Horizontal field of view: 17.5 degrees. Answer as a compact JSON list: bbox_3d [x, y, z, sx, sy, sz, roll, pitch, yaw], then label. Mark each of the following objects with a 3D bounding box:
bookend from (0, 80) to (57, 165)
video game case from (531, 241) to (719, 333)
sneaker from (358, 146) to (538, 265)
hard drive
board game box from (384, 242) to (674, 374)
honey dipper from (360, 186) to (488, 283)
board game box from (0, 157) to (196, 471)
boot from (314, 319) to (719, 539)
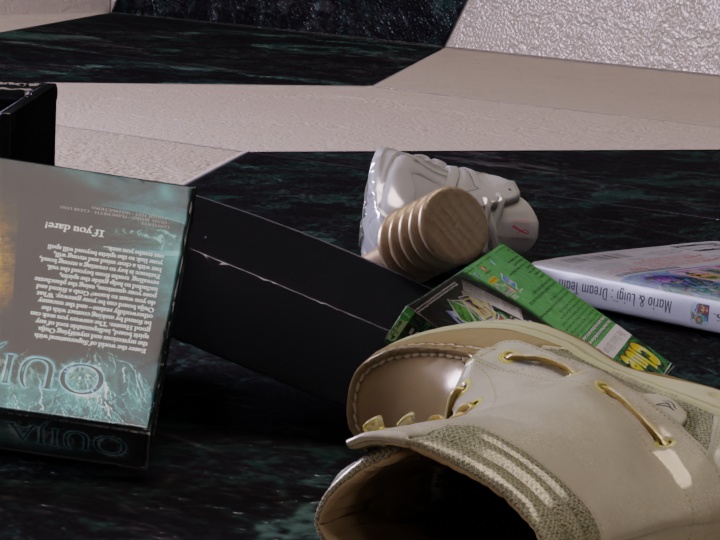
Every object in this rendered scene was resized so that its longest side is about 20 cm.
[{"bbox_3d":[-0.298,-0.067,1.445,0.198,0.093,0.199,2,10,1],"label":"bookend"},{"bbox_3d":[0.229,0.011,1.378,0.181,0.024,0.199,12,12,41],"label":"video game case"},{"bbox_3d":[0.059,-0.035,1.440,0.098,0.079,0.200,9,11,14],"label":"sneaker"},{"bbox_3d":[-0.033,0.015,1.057,0.199,0.043,0.135,22,12,9],"label":"hard drive"},{"bbox_3d":[0.079,0.037,1.029,0.104,0.024,0.200,34,15,8],"label":"board game box"},{"bbox_3d":[0.000,0.000,1.164,0.038,0.038,0.200,-2,-12,-27],"label":"honey dipper"},{"bbox_3d":[-0.174,0.007,0.955,0.198,0.028,0.136,9,49,-2],"label":"board game box"},{"bbox_3d":[0.035,0.069,0.827,0.199,0.073,0.154,13,16,42],"label":"boot"}]
